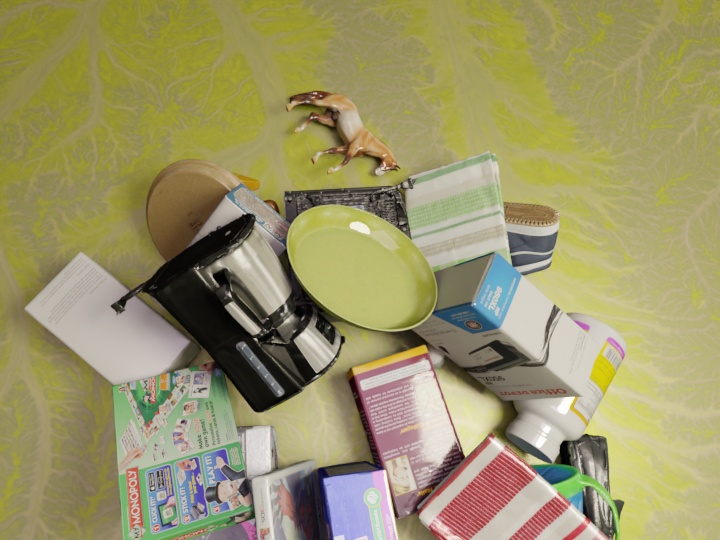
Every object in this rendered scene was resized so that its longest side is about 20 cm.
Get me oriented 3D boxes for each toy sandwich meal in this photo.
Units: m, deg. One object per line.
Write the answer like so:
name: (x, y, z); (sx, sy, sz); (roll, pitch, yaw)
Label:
toy sandwich meal: (-0.210, -0.070, 0.815); (0.205, 0.070, 0.205); (6, 113, 15)

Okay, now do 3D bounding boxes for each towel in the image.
towel: (0.184, 0.312, 0.673); (0.200, 0.023, 0.144); (42, 100, 7)
towel: (0.139, -0.065, 0.825); (0.149, 0.031, 0.200); (-15, 65, 27)

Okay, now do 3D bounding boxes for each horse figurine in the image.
horse figurine: (-0.036, -0.226, 0.905); (0.132, 0.050, 0.200); (-25, 72, -25)

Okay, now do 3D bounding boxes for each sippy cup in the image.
sippy cup: (0.230, 0.334, 0.735); (0.139, 0.178, 0.131); (-5, 79, -32)

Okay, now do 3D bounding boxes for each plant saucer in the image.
plant saucer: (0.000, 0.000, 0.693); (0.200, 0.031, 0.200); (18, 41, -17)

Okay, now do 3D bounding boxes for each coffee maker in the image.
coffee maker: (-0.148, 0.060, 0.685); (0.200, 0.192, 0.135); (57, 34, -21)

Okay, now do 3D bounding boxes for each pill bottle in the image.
pill bottle: (0.286, 0.166, 0.802); (0.104, 0.104, 0.200); (35, 74, 5)

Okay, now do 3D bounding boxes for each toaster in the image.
toaster: (-0.013, -0.024, 0.817); (0.200, 0.119, 0.181); (-5, 75, -7)

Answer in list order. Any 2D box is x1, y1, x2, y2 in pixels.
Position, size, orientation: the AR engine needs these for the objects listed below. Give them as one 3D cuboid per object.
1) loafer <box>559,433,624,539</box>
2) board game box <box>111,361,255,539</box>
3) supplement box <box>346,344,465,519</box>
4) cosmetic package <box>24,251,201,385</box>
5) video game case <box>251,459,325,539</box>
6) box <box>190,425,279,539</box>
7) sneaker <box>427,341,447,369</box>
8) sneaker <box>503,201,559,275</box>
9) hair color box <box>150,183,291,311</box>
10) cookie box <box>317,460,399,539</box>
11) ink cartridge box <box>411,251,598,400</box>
loafer: (0.329, 0.328, 0.778); (0.070, 0.068, 0.201); (-5, 71, 2)
board game box: (-0.208, 0.205, 0.653); (0.134, 0.029, 0.200); (-12, 49, -15)
supplement box: (0.064, 0.216, 0.774); (0.110, 0.086, 0.200); (-16, 76, -10)
cosmetic package: (-0.332, 0.082, 0.772); (0.200, 0.085, 0.108); (39, 75, 5)
video game case: (-0.075, 0.327, 0.670); (0.023, 0.200, 0.182); (-12, 75, 8)
box: (-0.169, 0.300, 0.711); (0.132, 0.115, 0.200); (-2, 75, -6)
sneaker: (0.115, 0.049, 0.842); (0.080, 0.070, 0.200); (13, 66, 6)
sneaker: (0.204, -0.054, 0.876); (0.200, 0.109, 0.070); (15, 46, 31)
hair color box: (-0.183, -0.007, 0.757); (0.100, 0.061, 0.200); (40, 117, -8)
cookie box: (-0.002, 0.323, 0.677); (0.075, 0.200, 0.171); (-8, 75, -8)
ink cartridge box: (0.180, 0.080, 0.729); (0.200, 0.145, 0.084); (38, 62, -17)
